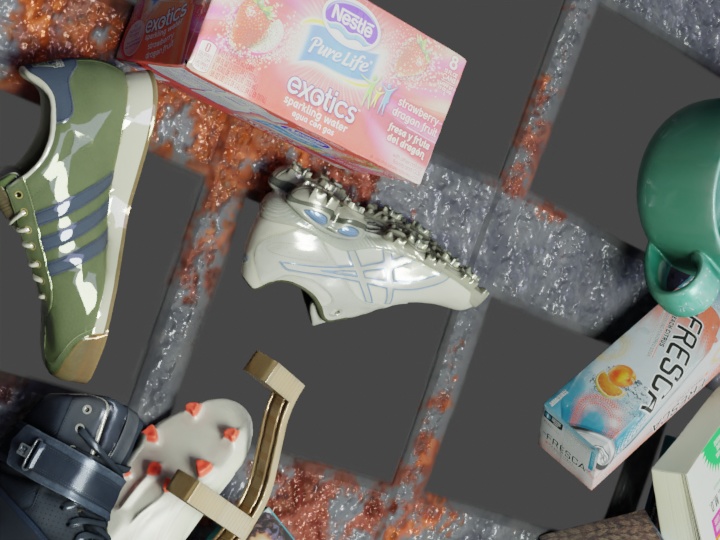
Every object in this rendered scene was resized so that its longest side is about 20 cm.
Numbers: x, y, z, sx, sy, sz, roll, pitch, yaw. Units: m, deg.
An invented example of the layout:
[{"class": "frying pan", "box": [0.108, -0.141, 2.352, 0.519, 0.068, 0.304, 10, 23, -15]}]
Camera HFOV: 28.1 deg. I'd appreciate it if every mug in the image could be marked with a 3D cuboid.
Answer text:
[{"class": "mug", "box": [0.291, -0.062, 1.188, 0.184, 0.114, 0.153, -21, 107, -29]}]

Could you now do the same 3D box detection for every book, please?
[{"class": "book", "box": [0.310, 0.219, 1.243, 0.134, 0.048, 0.201, -39, 122, -42]}]

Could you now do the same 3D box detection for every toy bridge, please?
[{"class": "toy bridge", "box": [-0.097, 0.154, 0.936, 0.067, 0.027, 0.201, 44, 73, -44]}]

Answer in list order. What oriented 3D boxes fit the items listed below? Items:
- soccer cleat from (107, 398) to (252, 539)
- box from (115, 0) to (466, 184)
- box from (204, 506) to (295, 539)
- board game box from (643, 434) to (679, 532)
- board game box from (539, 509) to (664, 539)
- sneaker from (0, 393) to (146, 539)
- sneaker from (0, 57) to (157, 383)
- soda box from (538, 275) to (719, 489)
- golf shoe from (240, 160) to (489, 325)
[{"class": "soccer cleat", "box": [-0.145, 0.170, 0.968, 0.200, 0.069, 0.078, -49, 152, -24]}, {"class": "box", "box": [-0.043, -0.139, 0.943, 0.199, 0.102, 0.095, 23, 87, -36]}, {"class": "box", "box": [-0.113, 0.255, 0.957, 0.200, 0.049, 0.082, -45, 106, -27]}, {"class": "board game box", "box": [0.342, 0.244, 1.338, 0.199, 0.047, 0.152, 15, 92, -37]}, {"class": "board game box", "box": [0.227, 0.330, 1.185, 0.096, 0.160, 0.201, -13, 107, -2]}, {"class": "sneaker", "box": [-0.157, 0.159, 0.873, 0.147, 0.202, 0.077, -55, 151, -17]}, {"class": "sneaker", "box": [-0.191, -0.035, 0.888, 0.089, 0.067, 0.202, 11, 95, -26]}, {"class": "soda box", "box": [0.240, 0.090, 1.206, 0.200, 0.064, 0.069, -38, 150, -24]}, {"class": "golf shoe", "box": [0.000, 0.000, 1.036, 0.199, 0.078, 0.098, 25, 103, -31]}]
